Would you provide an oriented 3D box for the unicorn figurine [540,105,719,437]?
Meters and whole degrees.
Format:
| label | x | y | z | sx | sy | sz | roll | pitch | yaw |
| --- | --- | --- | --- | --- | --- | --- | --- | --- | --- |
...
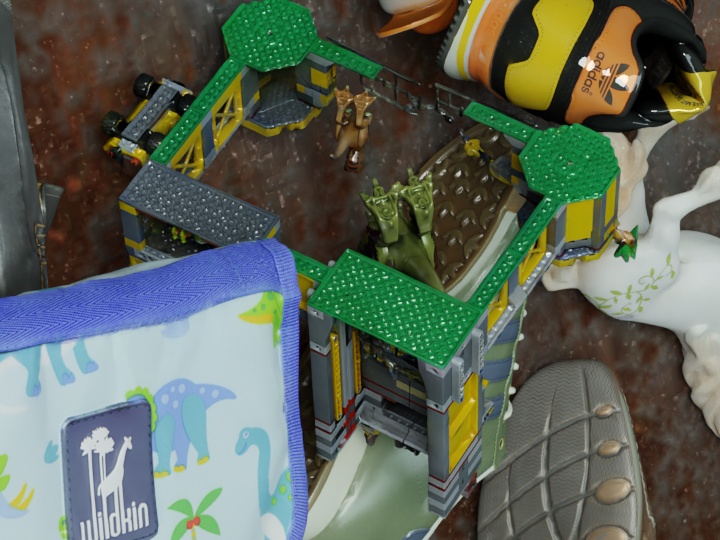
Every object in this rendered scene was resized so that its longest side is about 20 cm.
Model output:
| label | x | y | z | sx | sy | sz | roll | pitch | yaw |
| --- | --- | --- | --- | --- | --- | --- | --- | --- | --- |
| unicorn figurine | 0.157 | 0.007 | 1.255 | 0.199 | 0.074 | 0.138 | 25 | 109 | -17 |

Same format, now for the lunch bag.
| label | x | y | z | sx | sy | sz | roll | pitch | yaw |
| --- | --- | --- | --- | --- | --- | --- | --- | --- | --- |
| lunch bag | -0.114 | 0.081 | 0.961 | 0.169 | 0.127 | 0.201 | -15 | 140 | -40 |

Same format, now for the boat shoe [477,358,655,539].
| label | x | y | z | sx | sy | sz | roll | pitch | yaw |
| --- | --- | --- | --- | --- | --- | --- | --- | --- | --- |
| boat shoe | 0.096 | 0.139 | 1.245 | 0.072 | 0.075 | 0.202 | 3 | 88 | -67 |

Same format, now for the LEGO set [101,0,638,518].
| label | x | y | z | sx | sy | sz | roll | pitch | yaw |
| --- | --- | --- | --- | --- | --- | --- | --- | --- | --- |
| LEGO set | 0.000 | 0.000 | 1.102 | 0.116 | 0.199 | 0.154 | 88 | 25 | -53 |

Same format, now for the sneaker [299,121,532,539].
| label | x | y | z | sx | sy | sz | roll | pitch | yaw |
| --- | --- | --- | --- | --- | --- | --- | --- | --- | --- |
| sneaker | 0.030 | 0.042 | 1.184 | 0.090 | 0.067 | 0.201 | 40 | 77 | -38 |

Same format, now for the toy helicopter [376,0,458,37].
| label | x | y | z | sx | sy | sz | roll | pitch | yaw |
| --- | --- | --- | --- | --- | --- | --- | --- | --- | --- |
| toy helicopter | 0.036 | -0.151 | 1.142 | 0.199 | 0.079 | 0.133 | 0 | 80 | -48 |

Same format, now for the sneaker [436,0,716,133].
| label | x | y | z | sx | sy | sz | roll | pitch | yaw |
| --- | --- | --- | --- | --- | --- | --- | --- | --- | --- |
| sneaker | 0.106 | -0.083 | 1.152 | 0.200 | 0.090 | 0.070 | -9 | 127 | -64 |

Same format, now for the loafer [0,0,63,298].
| label | x | y | z | sx | sy | sz | roll | pitch | yaw |
| --- | --- | --- | --- | --- | --- | --- | --- | --- | --- |
| loafer | -0.135 | -0.015 | 1.056 | 0.072 | 0.073 | 0.201 | -30 | 121 | -36 |
